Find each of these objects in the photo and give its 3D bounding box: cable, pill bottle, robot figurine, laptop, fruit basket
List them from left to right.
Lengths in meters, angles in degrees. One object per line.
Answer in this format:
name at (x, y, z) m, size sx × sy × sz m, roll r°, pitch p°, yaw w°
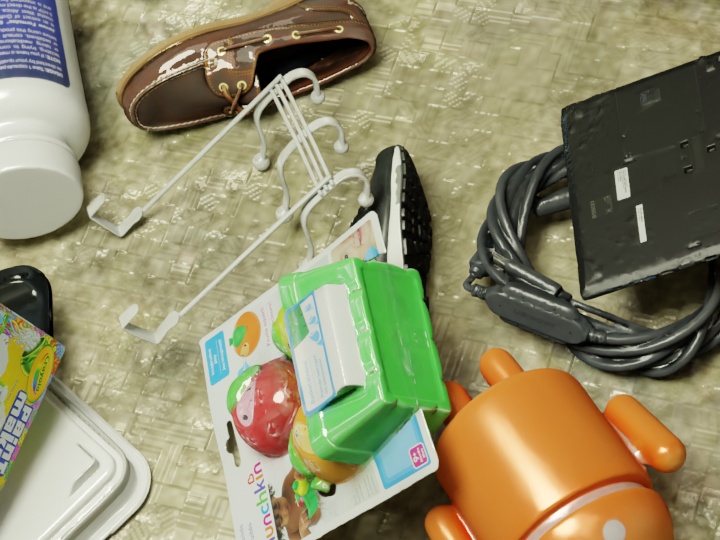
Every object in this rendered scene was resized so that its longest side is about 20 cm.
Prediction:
pill bottle at (-0.268, -0.130, 1.610) m, size 0.120 × 0.120 × 0.200 m, roll -16°, pitch 57°, yaw 3°
fruit basket at (-0.038, 0.083, 1.407) m, size 0.200 × 0.094 × 0.185 m, roll -31°, pitch 59°, yaw 34°
robot figurine at (0.124, 0.142, 1.360) m, size 0.144 × 0.117 × 0.200 m, roll -12°, pitch 52°, yaw -30°
cable at (0.181, -0.009, 1.484) m, size 0.200 × 0.051 × 0.163 m, roll 19°, pitch 57°, yaw 18°
laptop at (0.255, -0.053, 1.477) m, size 0.200 × 0.103 × 0.177 m, roll -19°, pitch 47°, yaw 20°

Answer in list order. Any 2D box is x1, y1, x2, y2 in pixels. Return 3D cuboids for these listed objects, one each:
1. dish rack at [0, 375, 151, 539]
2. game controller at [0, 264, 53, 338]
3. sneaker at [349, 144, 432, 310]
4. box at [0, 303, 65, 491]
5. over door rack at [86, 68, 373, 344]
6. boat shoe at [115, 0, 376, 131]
dish rack at (-0.265, 0.158, 1.483) m, size 0.200 × 0.044 × 0.172 m, roll -44°, pitch 61°, yaw -14°
game controller at (-0.310, 0.066, 1.526) m, size 0.200 × 0.042 × 0.104 m, roll -23°, pitch 52°, yaw 13°
sneaker at (0.000, 0.000, 1.502) m, size 0.087 × 0.076 × 0.200 m, roll -7°, pitch 58°, yaw 16°
box at (-0.321, 0.094, 1.378) m, size 0.122 × 0.193 × 0.200 m, roll 17°, pitch 77°, yaw 27°
over door rack at (-0.091, -0.042, 1.537) m, size 0.200 × 0.067 × 0.148 m, roll -34°, pitch 40°, yaw 7°
boat shoe at (-0.086, -0.154, 1.612) m, size 0.200 × 0.070 × 0.070 m, roll -26°, pitch 53°, yaw -3°
